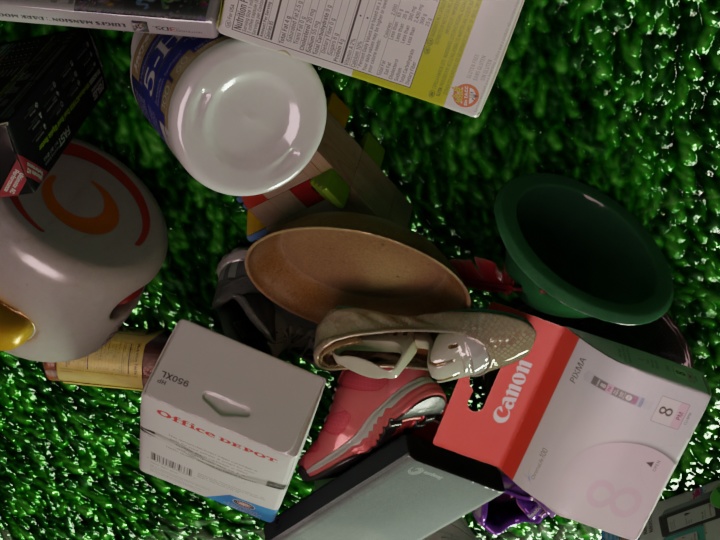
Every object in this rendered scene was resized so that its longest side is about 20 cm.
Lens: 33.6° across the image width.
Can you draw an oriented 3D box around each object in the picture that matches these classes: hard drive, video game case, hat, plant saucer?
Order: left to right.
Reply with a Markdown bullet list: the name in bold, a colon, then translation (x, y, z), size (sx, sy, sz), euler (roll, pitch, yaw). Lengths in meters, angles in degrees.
- **video game case**: translation (-0.177, -0.260, 0.885), size (0.181, 0.201, 0.023), euler (6, 150, 5)
- **plant saucer**: translation (0.000, 0.000, 1.036), size (0.199, 0.036, 0.200), euler (11, 154, 5)
- **hard drive**: translation (0.022, 0.231, 1.167), size (0.139, 0.033, 0.200), euler (26, 129, -38)
- **hat**: translation (0.154, 0.026, 1.059), size (0.165, 0.200, 0.176), euler (6, 134, -26)
- **hat**: translation (0.215, 0.110, 1.108), size (0.200, 0.081, 0.201), euler (0, 104, 2)

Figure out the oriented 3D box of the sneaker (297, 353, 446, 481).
- **sneaker**: translation (0.003, 0.133, 1.136), size (0.074, 0.087, 0.200), euler (0, 148, -43)

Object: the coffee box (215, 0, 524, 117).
- **coffee box**: translation (0.029, -0.265, 0.843), size (0.197, 0.200, 0.200), euler (17, 126, -3)

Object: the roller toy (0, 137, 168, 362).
- **roller toy**: translation (-0.276, -0.015, 1.063), size (0.182, 0.200, 0.140), euler (9, 134, -39)

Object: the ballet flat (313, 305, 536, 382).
- **ballet flat**: translation (0.053, 0.071, 1.032), size (0.199, 0.062, 0.068), euler (1, 134, 22)

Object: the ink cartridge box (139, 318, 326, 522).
- **ink cartridge box**: translation (-0.122, 0.144, 1.101), size (0.144, 0.084, 0.200), euler (22, 151, 1)

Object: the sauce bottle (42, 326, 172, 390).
- **sauce bottle**: translation (-0.215, 0.090, 1.201), size (0.199, 0.066, 0.066), euler (6, 124, 3)

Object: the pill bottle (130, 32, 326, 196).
- **pill bottle**: translation (-0.114, -0.147, 0.933), size (0.119, 0.200, 0.120), euler (-10, 118, -20)

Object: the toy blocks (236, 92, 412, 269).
- **toy blocks**: translation (-0.054, -0.067, 1.062), size (0.136, 0.100, 0.200), euler (-22, 126, 35)

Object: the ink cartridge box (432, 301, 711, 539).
- **ink cartridge box**: translation (0.183, 0.135, 1.053), size (0.199, 0.057, 0.163), euler (17, 114, -6)

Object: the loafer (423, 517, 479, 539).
- **loafer**: translation (0.125, 0.333, 1.309), size (0.070, 0.070, 0.200), euler (-37, 112, 27)

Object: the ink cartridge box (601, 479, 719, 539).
- **ink cartridge box**: translation (0.371, 0.321, 1.219), size (0.200, 0.147, 0.146), euler (-27, 115, 23)

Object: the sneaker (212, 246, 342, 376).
- **sneaker**: translation (-0.063, 0.073, 1.134), size (0.200, 0.116, 0.075), euler (35, 122, -15)

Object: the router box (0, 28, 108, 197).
- **router box**: translation (-0.313, -0.126, 0.985), size (0.149, 0.200, 0.062), euler (-6, 122, 13)

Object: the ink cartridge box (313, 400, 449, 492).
- **ink cartridge box**: translation (0.047, 0.185, 1.222), size (0.116, 0.067, 0.200), euler (28, 123, -12)

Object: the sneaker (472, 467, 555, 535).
- **sneaker**: translation (0.190, 0.208, 1.205), size (0.200, 0.089, 0.081), euler (-30, 113, 22)
